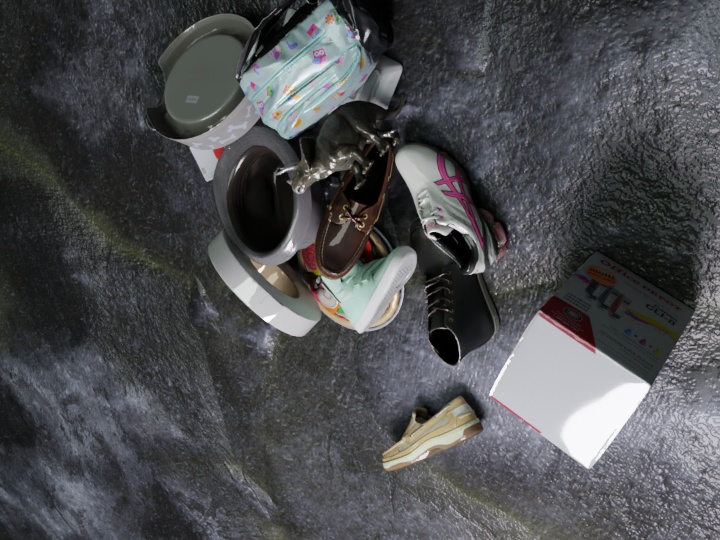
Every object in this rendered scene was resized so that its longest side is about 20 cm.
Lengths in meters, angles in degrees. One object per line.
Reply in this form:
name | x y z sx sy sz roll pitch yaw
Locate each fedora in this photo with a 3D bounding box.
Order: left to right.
fedora | -0.116 -0.102 1.207 0.200 0.090 0.177 52 122 29

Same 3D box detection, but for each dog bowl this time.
dog bowl | -0.209 -0.261 1.204 0.199 0.059 0.201 -12 63 26

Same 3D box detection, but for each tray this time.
tray | -0.044 -0.273 1.170 0.199 0.022 0.108 32 113 20

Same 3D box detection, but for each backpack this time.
backpack | -0.059 -0.264 1.070 0.200 0.167 0.127 -37 85 17

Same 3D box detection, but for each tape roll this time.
tape roll | -0.141 0.015 1.272 0.037 0.203 0.203 -45 82 11

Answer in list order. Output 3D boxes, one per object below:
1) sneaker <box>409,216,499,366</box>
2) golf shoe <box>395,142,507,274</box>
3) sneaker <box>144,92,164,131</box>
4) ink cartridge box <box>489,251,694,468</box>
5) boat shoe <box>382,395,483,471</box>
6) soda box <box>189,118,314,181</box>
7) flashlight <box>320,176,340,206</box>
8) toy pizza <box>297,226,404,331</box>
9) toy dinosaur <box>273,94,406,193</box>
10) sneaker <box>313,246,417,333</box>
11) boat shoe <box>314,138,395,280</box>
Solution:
sneaker | 0.114 0.024 1.160 0.075 0.106 0.201 -27 95 42
golf shoe | 0.110 -0.084 1.119 0.200 0.092 0.073 51 133 6
sneaker | -0.258 -0.255 1.313 0.199 0.083 0.071 -17 101 37
ink cartridge box | 0.278 0.098 1.013 0.145 0.200 0.145 34 126 17
boat shoe | 0.101 0.249 1.320 0.200 0.071 0.077 -34 76 35
soda box | -0.167 -0.202 1.281 0.199 0.068 0.064 -20 100 41
flashlight | -0.114 -0.095 1.301 0.199 0.068 0.068 0 138 36
toy pizza | -0.022 0.005 1.303 0.199 0.032 0.201 17 121 30
toy dinosaur | -0.012 -0.175 1.096 0.102 0.200 0.077 38 171 4
sneaker | 0.000 0.000 1.196 0.118 0.074 0.201 47 145 9
boat shoe | -0.008 -0.086 1.144 0.070 0.201 0.070 20 170 -6
